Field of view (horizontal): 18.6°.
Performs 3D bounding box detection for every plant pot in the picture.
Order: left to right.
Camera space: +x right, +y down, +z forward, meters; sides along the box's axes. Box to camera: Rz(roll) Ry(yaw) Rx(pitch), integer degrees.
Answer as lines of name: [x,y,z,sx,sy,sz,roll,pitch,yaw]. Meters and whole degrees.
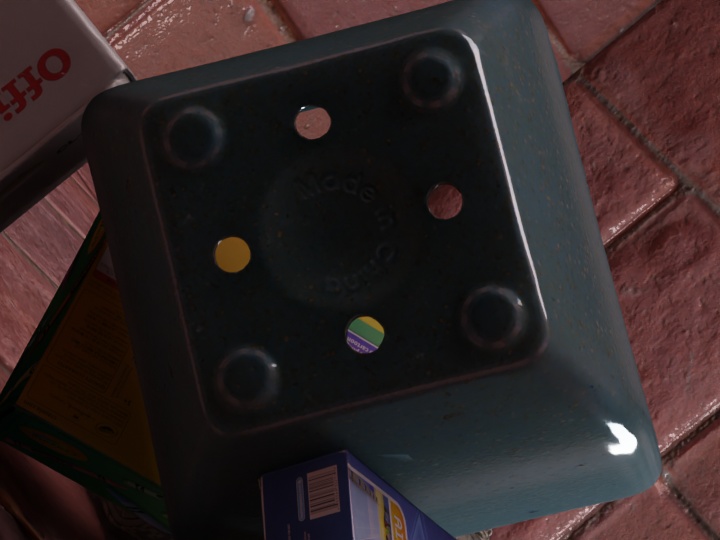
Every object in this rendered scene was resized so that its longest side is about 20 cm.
plant pot: [0.000,0.000,0.804,0.200,0.196,0.196,70,6,-80]

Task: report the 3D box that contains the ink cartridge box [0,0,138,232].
ink cartridge box: [-0.204,-0.102,0.900,0.200,0.146,0.083,51,-2,7]

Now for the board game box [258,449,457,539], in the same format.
board game box: [0.019,0.176,0.716,0.135,0.034,0.200,45,34,-51]

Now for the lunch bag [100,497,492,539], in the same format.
lunch bag: [-0.030,0.129,1.070,0.200,0.139,0.168,49,18,-21]

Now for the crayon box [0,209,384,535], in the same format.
crayon box: [-0.045,0.062,0.948,0.200,0.119,0.058,31,-24,-12]
